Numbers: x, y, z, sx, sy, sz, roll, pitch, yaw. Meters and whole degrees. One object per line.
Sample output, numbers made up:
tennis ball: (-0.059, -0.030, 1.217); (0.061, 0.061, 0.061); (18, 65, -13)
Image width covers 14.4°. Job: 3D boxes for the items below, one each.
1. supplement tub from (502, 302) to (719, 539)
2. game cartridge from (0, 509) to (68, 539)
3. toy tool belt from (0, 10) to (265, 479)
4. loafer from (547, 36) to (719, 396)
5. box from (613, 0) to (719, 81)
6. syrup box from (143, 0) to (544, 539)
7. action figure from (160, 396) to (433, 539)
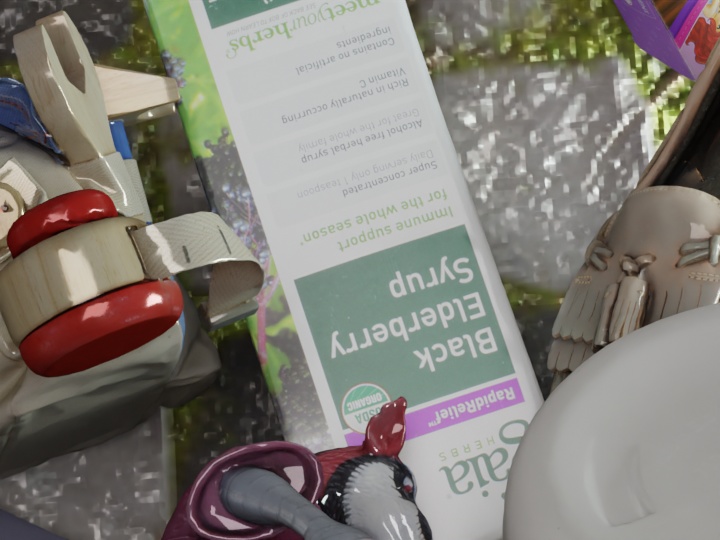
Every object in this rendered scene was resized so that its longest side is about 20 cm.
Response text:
supplement tub: (0.121, 0.123, 0.759); (0.143, 0.201, 0.145); (-9, 34, 6)
game cartridge: (-0.131, 0.109, 0.856); (0.199, 0.130, 0.039); (24, 114, 5)
toy tool belt: (-0.104, -0.015, 0.841); (0.124, 0.200, 0.123); (-22, 81, -14)
loafer: (0.100, -0.017, 0.851); (0.072, 0.063, 0.200); (1, 44, 42)
box: (0.143, -0.176, 0.909); (0.200, 0.137, 0.039); (-41, 36, -7)
syrup box: (0.000, 0.000, 0.895); (0.078, 0.081, 0.201); (-18, 77, -2)
action figure: (-0.047, 0.109, 0.786); (0.148, 0.134, 0.200); (12, 45, 28)
